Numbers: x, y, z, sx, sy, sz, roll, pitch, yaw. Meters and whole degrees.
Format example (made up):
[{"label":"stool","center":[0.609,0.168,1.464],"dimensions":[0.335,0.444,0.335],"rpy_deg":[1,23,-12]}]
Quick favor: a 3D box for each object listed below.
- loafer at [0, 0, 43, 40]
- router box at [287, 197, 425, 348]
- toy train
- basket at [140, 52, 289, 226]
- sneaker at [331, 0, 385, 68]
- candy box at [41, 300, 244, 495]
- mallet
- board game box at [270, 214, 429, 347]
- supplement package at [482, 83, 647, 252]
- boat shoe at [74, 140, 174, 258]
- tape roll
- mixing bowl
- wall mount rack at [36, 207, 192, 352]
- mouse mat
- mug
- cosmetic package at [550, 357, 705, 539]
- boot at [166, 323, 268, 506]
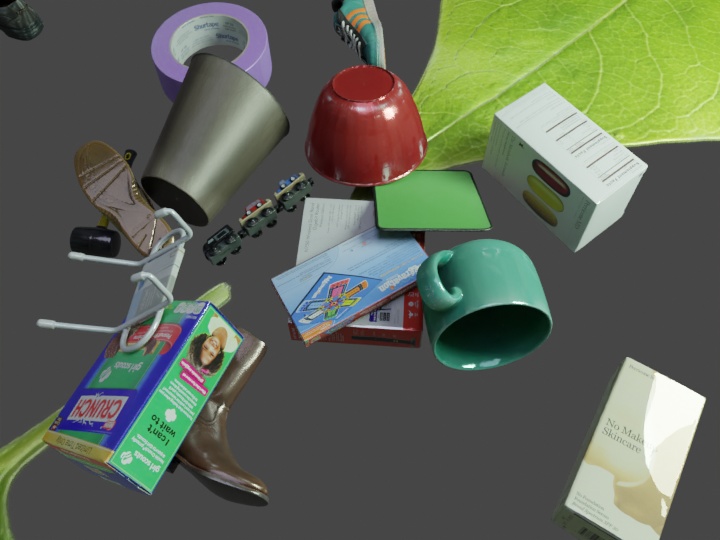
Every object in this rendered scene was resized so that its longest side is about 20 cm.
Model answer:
[{"label":"loafer","center":[-0.674,-0.479,1.200],"dimensions":[0.194,0.073,0.074],"rpy_deg":[11,59,9]},{"label":"router box","center":[0.000,0.000,0.905],"dimensions":[0.174,0.049,0.205],"rpy_deg":[3,58,3]},{"label":"toy train","center":[-0.148,-0.079,0.968],"dimensions":[0.199,0.035,0.045],"rpy_deg":[-40,53,-20]},{"label":"basket","center":[-0.223,-0.181,0.970],"dimensions":[0.179,0.135,0.203],"rpy_deg":[37,65,-20]},{"label":"sneaker","center":[-0.004,-0.412,1.153],"dimensions":[0.077,0.072,0.204],"rpy_deg":[-12,53,-1]},{"label":"candy box","center":[-0.251,0.136,0.765],"dimensions":[0.166,0.077,0.203],"rpy_deg":[-3,50,42]},{"label":"mallet","center":[-0.380,-0.104,0.987],"dimensions":[0.064,0.042,0.204],"rpy_deg":[-1,54,-3]},{"label":"board game box","center":[-0.008,0.009,0.859],"dimensions":[0.196,0.020,0.104],"rpy_deg":[-27,60,-15]},{"label":"supplement package","center":[0.287,-0.150,0.954],"dimensions":[0.108,0.115,0.201],"rpy_deg":[-31,62,-19]},{"label":"boat shoe","center":[-0.330,-0.090,0.934],"dimensions":[0.072,0.072,0.201],"rpy_deg":[-40,83,-17]},{"label":"tape roll","center":[-0.251,-0.364,1.126],"dimensions":[0.193,0.066,0.205],"rpy_deg":[-1,59,1]},{"label":"mixing bowl","center":[0.007,-0.234,0.996],"dimensions":[0.193,0.110,0.204],"rpy_deg":[-1,47,1]},{"label":"wall mount rack","center":[-0.292,0.010,0.808],"dimensions":[0.170,0.075,0.203],"rpy_deg":[-24,38,21]},{"label":"mouse mat","center":[0.095,-0.103,0.939],"dimensions":[0.156,0.008,0.202],"rpy_deg":[0,30,-1]},{"label":"mug","center":[0.146,0.026,0.806],"dimensions":[0.147,0.187,0.117],"rpy_deg":[-12,54,5]},{"label":"cosmetic package","center":[0.305,0.215,0.753],"dimensions":[0.103,0.072,0.202],"rpy_deg":[25,62,16]},{"label":"boot","center":[-0.151,0.160,0.804],"dimensions":[0.182,0.065,0.203],"rpy_deg":[19,56,15]}]
